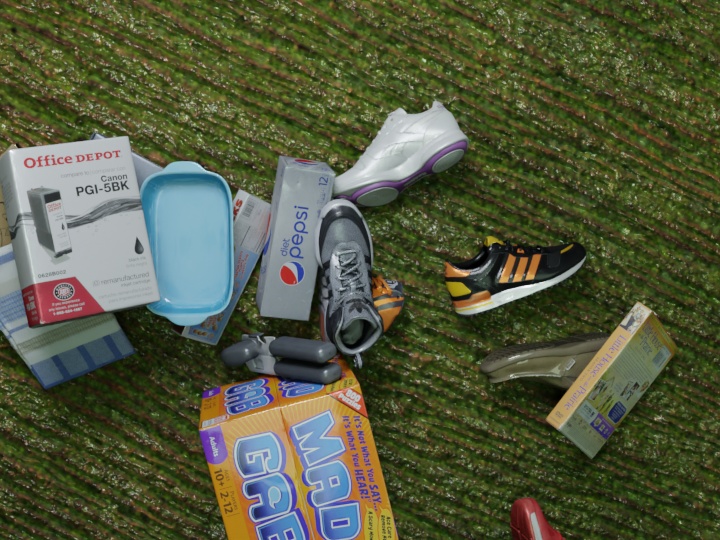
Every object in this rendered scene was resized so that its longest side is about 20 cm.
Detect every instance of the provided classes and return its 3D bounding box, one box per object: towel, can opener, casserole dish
[{"bbox_3d":[-0.391,0.048,1.268,0.145,0.024,0.201,-21,116,10],"label":"towel"},{"bbox_3d":[-0.107,0.116,1.272,0.066,0.199,0.054,-22,104,-35],"label":"can opener"},{"bbox_3d":[-0.215,-0.034,1.257,0.119,0.039,0.203,-1,93,3],"label":"casserole dish"}]

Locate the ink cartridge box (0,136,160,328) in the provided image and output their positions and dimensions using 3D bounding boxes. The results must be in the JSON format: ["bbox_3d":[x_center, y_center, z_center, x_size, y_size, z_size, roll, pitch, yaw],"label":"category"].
[{"bbox_3d":[-0.330,-0.046,1.179,0.145,0.083,0.203,-12,89,-28],"label":"ink cartridge box"}]

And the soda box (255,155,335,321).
[{"bbox_3d":[-0.086,-0.041,1.299,0.067,0.063,0.203,6,107,-15],"label":"soda box"}]

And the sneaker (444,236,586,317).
[{"bbox_3d":[0.208,-0.012,1.357,0.198,0.070,0.091,-23,101,-3],"label":"sneaker"}]

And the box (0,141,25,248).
[{"bbox_3d":[-0.435,-0.037,1.255,0.199,0.021,0.164,-37,106,19],"label":"box"}]

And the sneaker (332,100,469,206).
[{"bbox_3d":[0.041,-0.152,1.334,0.198,0.075,0.100,-26,68,3],"label":"sneaker"}]

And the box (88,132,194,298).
[{"bbox_3d":[-0.289,-0.061,1.299,0.199,0.051,0.159,29,91,-9],"label":"box"}]

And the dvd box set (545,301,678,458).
[{"bbox_3d":[0.345,0.153,1.369,0.201,0.029,0.146,-52,141,0],"label":"dvd box set"}]

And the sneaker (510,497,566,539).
[{"bbox_3d":[0.287,0.391,1.415,0.114,0.078,0.202,-22,110,-13],"label":"sneaker"}]

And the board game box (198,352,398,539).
[{"bbox_3d":[-0.083,0.244,1.279,0.197,0.200,0.203,-15,98,-6],"label":"board game box"}]

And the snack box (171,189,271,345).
[{"bbox_3d":[-0.173,-0.002,1.312,0.024,0.072,0.202,27,92,35],"label":"snack box"}]

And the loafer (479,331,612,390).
[{"bbox_3d":[0.262,0.132,1.376,0.197,0.076,0.068,-9,93,-7],"label":"loafer"}]

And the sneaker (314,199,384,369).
[{"bbox_3d":[-0.010,0.019,1.237,0.074,0.114,0.203,-7,109,-10],"label":"sneaker"}]

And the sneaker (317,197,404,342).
[{"bbox_3d":[0.000,0.000,1.336,0.110,0.078,0.203,-4,108,-11],"label":"sneaker"}]
